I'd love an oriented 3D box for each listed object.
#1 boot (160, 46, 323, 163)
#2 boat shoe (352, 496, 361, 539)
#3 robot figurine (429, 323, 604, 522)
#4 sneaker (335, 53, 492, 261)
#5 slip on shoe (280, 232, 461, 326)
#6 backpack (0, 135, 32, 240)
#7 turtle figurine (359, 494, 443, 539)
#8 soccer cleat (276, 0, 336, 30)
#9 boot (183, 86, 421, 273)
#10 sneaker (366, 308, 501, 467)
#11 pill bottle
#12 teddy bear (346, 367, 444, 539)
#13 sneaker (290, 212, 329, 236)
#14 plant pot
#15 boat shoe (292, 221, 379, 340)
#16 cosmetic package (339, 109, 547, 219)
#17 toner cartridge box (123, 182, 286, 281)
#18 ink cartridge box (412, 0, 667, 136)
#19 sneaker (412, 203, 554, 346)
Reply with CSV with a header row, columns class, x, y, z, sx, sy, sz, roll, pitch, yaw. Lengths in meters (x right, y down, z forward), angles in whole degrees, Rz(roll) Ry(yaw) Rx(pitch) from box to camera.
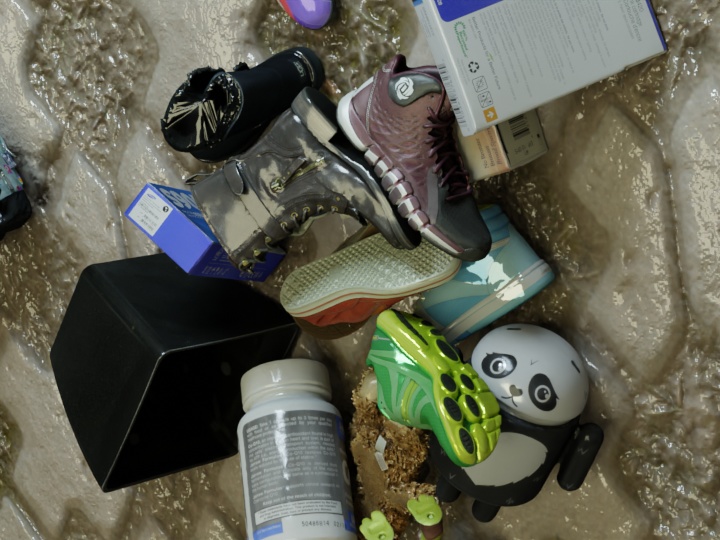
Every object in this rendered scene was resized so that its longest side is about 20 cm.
class,x,y,z,sx,sy,sz,roll,pitch,yaw
boot,-0.150,-0.156,1.676,0.200,0.168,0.077,-28,89,37
boat shoe,-0.039,0.279,1.809,0.200,0.072,0.072,49,139,10
robot figurine,0.141,0.147,1.607,0.200,0.150,0.125,-66,31,30
sneaker,0.071,-0.111,1.497,0.200,0.076,0.116,50,121,11
slip on shoe,0.016,0.010,1.610,0.200,0.061,0.074,-18,52,32
backpack,-0.482,-0.116,1.934,0.167,0.127,0.200,-30,86,25
turtle figurine,0.049,0.305,1.685,0.199,0.065,0.162,-12,134,7
soccer cleat,-0.099,-0.321,1.647,0.068,0.073,0.200,-35,84,36
boot,-0.055,-0.056,1.572,0.174,0.069,0.200,-42,79,20
sneaker,0.066,0.119,1.550,0.084,0.074,0.200,-64,37,25
pill bottle,-0.069,0.201,1.729,0.114,0.114,0.201,-27,60,36
teddy bear,0.035,0.193,1.721,0.145,0.067,0.201,9,113,47
sneaker,-0.087,-0.072,1.685,0.090,0.067,0.200,66,154,-1
plant pot,-0.221,0.092,1.796,0.177,0.200,0.200,44,125,28
boat shoe,0.000,0.000,1.693,0.072,0.065,0.200,36,133,-5
cosmetic package,0.064,-0.126,1.593,0.200,0.087,0.104,-17,97,36
toner cartridge box,-0.155,-0.037,1.698,0.095,0.200,0.043,43,100,15
ink cartridge box,0.147,-0.246,1.467,0.198,0.200,0.047,68,162,-5
sneaker,0.082,0.004,1.632,0.200,0.080,0.131,-33,88,26
